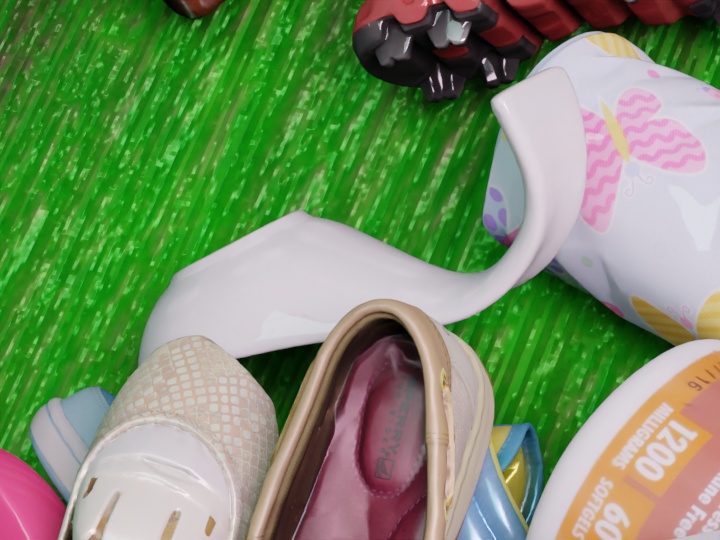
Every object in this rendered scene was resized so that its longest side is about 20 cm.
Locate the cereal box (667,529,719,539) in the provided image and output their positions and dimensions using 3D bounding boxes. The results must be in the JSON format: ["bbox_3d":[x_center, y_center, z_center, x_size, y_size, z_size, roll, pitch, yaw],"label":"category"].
[{"bbox_3d":[0.040,0.132,0.575,0.199,0.040,0.144,-12,29,11],"label":"cereal box"}]

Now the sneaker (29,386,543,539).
[{"bbox_3d":[-0.013,0.078,0.784,0.131,0.080,0.200,-46,63,-7],"label":"sneaker"}]

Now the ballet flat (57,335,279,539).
[{"bbox_3d":[-0.071,0.110,0.708,0.067,0.062,0.201,14,73,6],"label":"ballet flat"}]

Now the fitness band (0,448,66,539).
[{"bbox_3d":[-0.140,0.155,0.780,0.143,0.037,0.201,-26,74,26],"label":"fitness band"}]

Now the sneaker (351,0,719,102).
[{"bbox_3d":[0.088,-0.130,0.822,0.199,0.071,0.098,-12,70,21],"label":"sneaker"}]

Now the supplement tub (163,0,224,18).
[{"bbox_3d":[-0.025,-0.199,0.913,0.200,0.107,0.107,-40,57,-3],"label":"supplement tub"}]

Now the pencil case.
[{"bbox_3d":[0.137,-0.009,0.762,0.199,0.083,0.091,28,72,31],"label":"pencil case"}]

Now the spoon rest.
[{"bbox_3d":[0.000,0.000,0.784,0.200,0.099,0.061,-29,90,42],"label":"spoon rest"}]

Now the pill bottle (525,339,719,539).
[{"bbox_3d":[0.153,0.113,0.674,0.200,0.112,0.112,33,80,32],"label":"pill bottle"}]

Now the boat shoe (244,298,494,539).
[{"bbox_3d":[-0.011,0.103,0.690,0.074,0.066,0.201,4,69,19],"label":"boat shoe"}]
